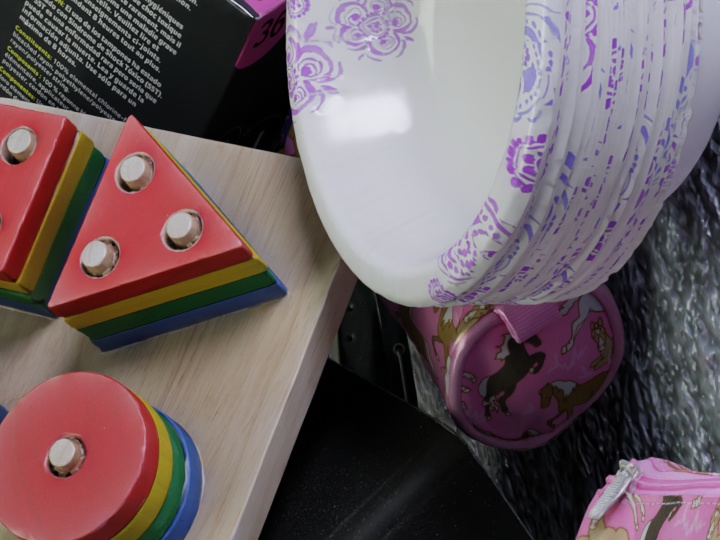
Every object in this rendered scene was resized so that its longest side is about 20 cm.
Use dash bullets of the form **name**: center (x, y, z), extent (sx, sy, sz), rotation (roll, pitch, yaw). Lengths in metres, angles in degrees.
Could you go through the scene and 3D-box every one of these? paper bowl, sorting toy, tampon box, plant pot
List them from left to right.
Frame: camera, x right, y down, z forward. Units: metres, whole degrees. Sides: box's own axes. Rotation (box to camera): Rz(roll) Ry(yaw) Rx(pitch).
- **sorting toy**: center (-0.119, 0.026, 0.880), extent (0.070, 0.197, 0.201), rotation (47, -119, -57)
- **tampon box**: center (-0.087, -0.108, 1.014), extent (0.126, 0.150, 0.201), rotation (40, 132, 9)
- **plant pot**: center (-0.012, 0.175, 0.932), extent (0.201, 0.177, 0.199), rotation (57, 167, -20)
- **paper bowl**: center (0.057, -0.089, 0.786), extent (0.200, 0.103, 0.203), rotation (179, 90, -65)

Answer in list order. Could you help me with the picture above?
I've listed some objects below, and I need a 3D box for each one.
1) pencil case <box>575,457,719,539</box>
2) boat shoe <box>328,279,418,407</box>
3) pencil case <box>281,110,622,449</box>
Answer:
- **pencil case**: center (0.139, 0.104, 0.728), extent (0.200, 0.086, 0.083), rotation (-13, 58, 70)
- **boat shoe**: center (0.000, 0.000, 1.088), extent (0.075, 0.062, 0.202), rotation (117, 153, -67)
- **pencil case**: center (0.036, -0.013, 0.929), extent (0.083, 0.086, 0.200), rotation (-51, 41, 15)
